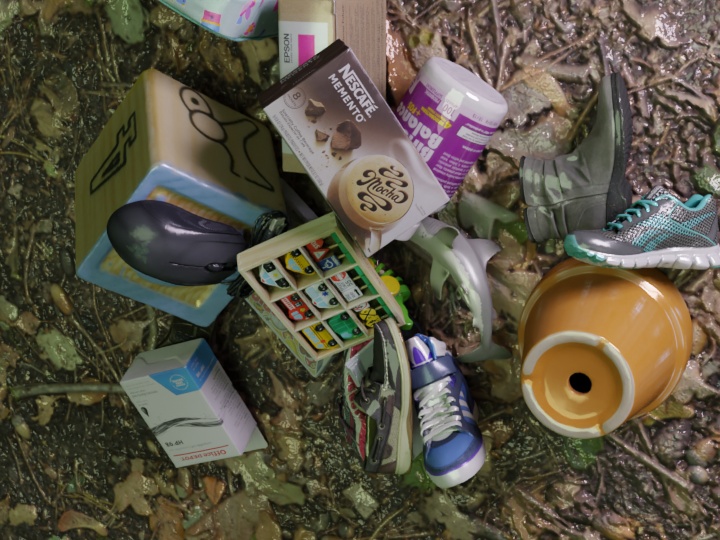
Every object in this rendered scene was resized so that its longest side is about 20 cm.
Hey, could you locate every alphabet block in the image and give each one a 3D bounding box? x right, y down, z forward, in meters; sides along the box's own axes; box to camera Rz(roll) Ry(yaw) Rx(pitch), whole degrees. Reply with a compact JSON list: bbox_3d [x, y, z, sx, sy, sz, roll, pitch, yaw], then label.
[{"bbox_3d":[-0.223,-0.088,1.395,0.195,0.200,0.196,26,121,-32],"label":"alphabet block"}]

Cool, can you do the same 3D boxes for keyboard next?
[{"bbox_3d":[0.040,0.168,1.440,0.011,0.056,0.200,24,150,47],"label":"keyboard"}]

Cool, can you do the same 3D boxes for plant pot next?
[{"bbox_3d":[0.263,0.098,1.293,0.199,0.183,0.201,7,109,21],"label":"plant pot"}]

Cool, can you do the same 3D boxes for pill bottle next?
[{"bbox_3d":[0.075,-0.138,1.332,0.112,0.112,0.200,36,111,9],"label":"pill bottle"}]

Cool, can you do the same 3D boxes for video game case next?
[{"bbox_3d":[-0.080,0.012,1.464,0.200,0.023,0.182,47,131,14],"label":"video game case"}]

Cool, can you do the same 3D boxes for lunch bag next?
[{"bbox_3d":[-0.161,-0.340,1.328,0.160,0.200,0.077,37,115,10],"label":"lunch bag"}]

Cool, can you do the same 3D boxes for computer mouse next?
[{"bbox_3d":[-0.187,-0.023,1.289,0.199,0.053,0.139,13,129,-24],"label":"computer mouse"}]

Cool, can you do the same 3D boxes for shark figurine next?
[{"bbox_3d":[0.142,0.009,1.382,0.215,0.089,0.128,63,152,4],"label":"shark figurine"}]

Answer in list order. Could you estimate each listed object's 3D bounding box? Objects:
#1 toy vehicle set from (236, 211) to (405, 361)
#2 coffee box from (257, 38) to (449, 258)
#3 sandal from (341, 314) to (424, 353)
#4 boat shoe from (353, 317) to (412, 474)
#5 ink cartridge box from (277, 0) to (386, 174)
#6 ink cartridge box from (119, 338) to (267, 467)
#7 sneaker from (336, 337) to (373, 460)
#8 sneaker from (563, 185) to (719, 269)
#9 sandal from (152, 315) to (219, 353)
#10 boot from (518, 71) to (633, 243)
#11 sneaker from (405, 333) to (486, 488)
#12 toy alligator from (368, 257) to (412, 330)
[{"bbox_3d":[-0.042,0.023,1.335,0.124,0.027,0.200,-24,137,12],"label":"toy vehicle set"},{"bbox_3d":[-0.008,-0.131,1.224,0.113,0.080,0.200,-34,109,3],"label":"coffee box"},{"bbox_3d":[-0.015,0.082,1.484,0.200,0.048,0.076,8,109,22],"label":"sandal"},{"bbox_3d":[0.025,0.156,1.369,0.066,0.072,0.202,-8,110,-10],"label":"boat shoe"},{"bbox_3d":[-0.029,-0.224,1.328,0.075,0.165,0.201,7,108,21],"label":"ink cartridge box"},{"bbox_3d":[-0.225,0.199,1.568,0.115,0.067,0.200,-15,118,26],"label":"ink cartridge box"},{"bbox_3d":[0.000,0.165,1.466,0.075,0.080,0.201,31,135,44],"label":"sneaker"},{"bbox_3d":[0.311,-0.048,1.254,0.078,0.199,0.092,-167,77,-65],"label":"sneaker"},{"bbox_3d":[-0.238,0.091,1.576,0.081,0.055,0.200,22,122,1],"label":"sandal"},{"bbox_3d":[0.240,-0.123,1.297,0.130,0.068,0.201,3,110,20],"label":"boot"},{"bbox_3d":[0.085,0.156,1.375,0.080,0.200,0.147,-27,106,15],"label":"sneaker"},{"bbox_3d":[0.000,0.000,1.452,0.200,0.054,0.059,39,143,17],"label":"toy alligator"}]
